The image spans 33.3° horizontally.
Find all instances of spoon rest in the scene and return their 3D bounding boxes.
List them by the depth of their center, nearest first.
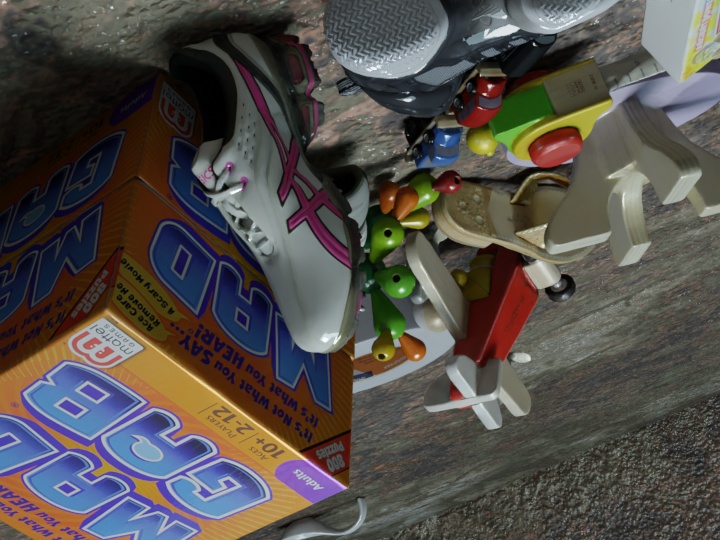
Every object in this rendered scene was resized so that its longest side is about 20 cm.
[{"bbox_3d":[-0.076,0.538,2.528,0.199,0.061,0.099,-24,160,12],"label":"spoon rest"}]

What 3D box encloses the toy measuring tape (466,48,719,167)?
[{"bbox_3d":[0.175,-0.128,0.909,0.199,0.074,0.074,-20,161,5],"label":"toy measuring tape"}]

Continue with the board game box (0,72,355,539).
[{"bbox_3d":[-0.140,0.045,0.771,0.199,0.201,0.200,-29,128,27],"label":"board game box"}]

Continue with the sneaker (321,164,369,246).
[{"bbox_3d":[-0.084,-0.048,0.904,0.199,0.074,0.080,-6,134,-25],"label":"sneaker"}]

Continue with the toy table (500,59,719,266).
[{"bbox_3d":[0.226,-0.090,0.988,0.199,0.118,0.184,-18,161,2],"label":"toy table"}]

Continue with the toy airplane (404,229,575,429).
[{"bbox_3d":[0.106,0.055,1.170,0.140,0.202,0.198,5,-171,41],"label":"toy airplane"}]

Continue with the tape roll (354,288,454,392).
[{"bbox_3d":[0.002,0.074,1.306,0.199,0.067,0.200,-16,162,-6],"label":"tape roll"}]

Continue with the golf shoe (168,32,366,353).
[{"bbox_3d":[-0.059,-0.044,0.712,0.092,0.201,0.073,-7,164,-34],"label":"golf shoe"}]

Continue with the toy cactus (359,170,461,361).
[{"bbox_3d":[0.000,0.000,1.020,0.102,0.201,0.165,31,168,-36],"label":"toy cactus"}]

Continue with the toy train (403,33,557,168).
[{"bbox_3d":[0.083,-0.127,0.856,0.034,0.046,0.200,-8,158,-29],"label":"toy train"}]

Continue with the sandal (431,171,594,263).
[{"bbox_3d":[0.166,-0.055,1.087,0.210,0.078,0.070,2,158,-36],"label":"sandal"}]

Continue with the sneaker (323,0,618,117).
[{"bbox_3d":[0.073,-0.155,0.738,0.199,0.076,0.114,-17,168,-5],"label":"sneaker"}]

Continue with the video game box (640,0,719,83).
[{"bbox_3d":[0.245,-0.216,0.685,0.182,0.047,0.200,-41,161,-4],"label":"video game box"}]
